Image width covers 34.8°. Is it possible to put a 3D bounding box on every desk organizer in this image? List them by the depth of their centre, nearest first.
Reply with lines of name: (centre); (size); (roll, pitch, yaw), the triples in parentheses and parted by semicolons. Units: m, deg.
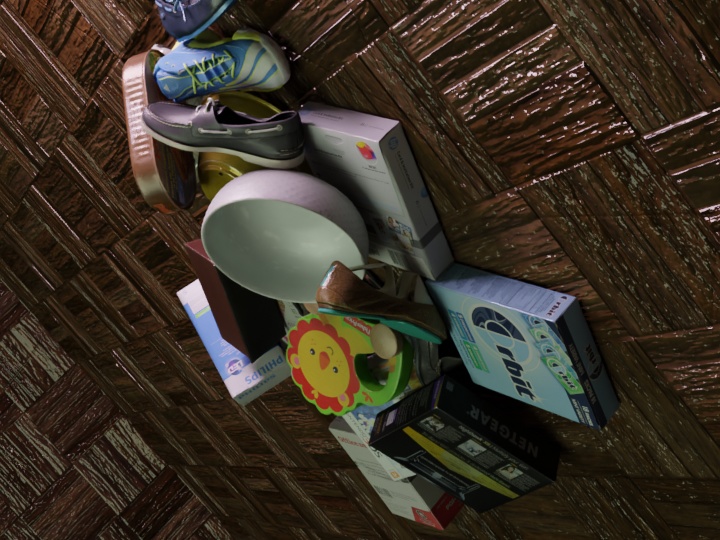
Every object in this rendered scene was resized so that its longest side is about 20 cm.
desk organizer: (-0.177, 0.029, 1.632); (0.077, 0.072, 0.202); (31, 149, 37)

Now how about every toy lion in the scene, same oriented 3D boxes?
toy lion: (-0.018, 0.114, 1.528); (0.199, 0.068, 0.194); (29, 123, 33)

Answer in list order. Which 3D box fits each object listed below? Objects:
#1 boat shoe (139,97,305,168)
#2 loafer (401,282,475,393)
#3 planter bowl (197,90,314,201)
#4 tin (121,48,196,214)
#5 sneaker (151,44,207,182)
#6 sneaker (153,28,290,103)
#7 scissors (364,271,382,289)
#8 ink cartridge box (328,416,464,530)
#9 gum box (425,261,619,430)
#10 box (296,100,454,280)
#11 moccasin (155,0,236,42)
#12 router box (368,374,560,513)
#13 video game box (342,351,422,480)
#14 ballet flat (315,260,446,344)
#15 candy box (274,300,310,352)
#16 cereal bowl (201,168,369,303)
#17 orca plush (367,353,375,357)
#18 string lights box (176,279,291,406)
boat shoe: (-0.155, -0.170, 1.292); (0.197, 0.073, 0.063); (15, 128, 11)
loafer: (0.107, 0.103, 1.433); (0.072, 0.073, 0.201); (12, 141, 44)
planter bowl: (-0.141, -0.119, 1.426); (0.198, 0.084, 0.202); (26, 149, 17)
tin: (-0.243, -0.167, 1.385); (0.112, 0.041, 0.203); (39, -139, -72)
sneaker: (-0.231, -0.199, 1.496); (0.075, 0.081, 0.201); (25, 147, 42)
sneaker: (-0.167, -0.223, 1.317); (0.199, 0.105, 0.076); (16, 141, 49)
scissors: (0.000, 0.000, 1.518); (0.200, 0.014, 0.073); (48, 154, -9)
ink cartridge box: (0.062, 0.296, 1.795); (0.146, 0.083, 0.201); (3, 133, 56)
gum box: (0.183, 0.082, 1.305); (0.199, 0.045, 0.171); (18, 144, 48)
box: (0.013, -0.091, 1.313); (0.155, 0.041, 0.201); (20, 147, 45)
moccasin: (-0.188, -0.299, 1.263); (0.068, 0.081, 0.199); (51, 155, -18)
router box: (0.133, 0.229, 1.484); (0.199, 0.053, 0.157); (34, 141, -18)
video game box: (0.069, 0.192, 1.580); (0.199, 0.047, 0.183); (-26, 111, 41)
ballet flat: (0.032, 0.031, 1.312); (0.198, 0.073, 0.067); (17, 172, -38)
candy box: (-0.094, 0.056, 1.698); (0.136, 0.061, 0.201); (12, 140, 52)
cereal bowl: (-0.082, -0.051, 1.339); (0.197, 0.084, 0.201); (9, 147, 6)
orca plush: (0.018, 0.141, 1.635); (0.105, 0.071, 0.201); (30, 152, 32)
string lights box: (-0.194, 0.096, 1.789); (0.201, 0.102, 0.059); (58, 179, 22)
